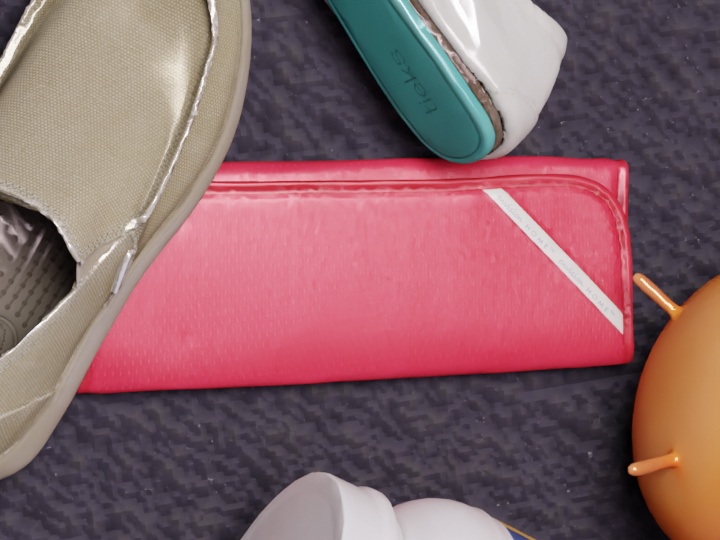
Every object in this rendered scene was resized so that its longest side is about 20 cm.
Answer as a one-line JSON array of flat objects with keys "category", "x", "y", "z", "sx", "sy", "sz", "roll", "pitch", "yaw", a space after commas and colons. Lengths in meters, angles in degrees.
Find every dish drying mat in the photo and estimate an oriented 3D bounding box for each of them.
[{"category": "dish drying mat", "x": 0.000, "y": 0.000, "z": 0.861, "sx": 0.200, "sy": 0.018, "sz": 0.077, "roll": -2, "pitch": 94, "yaw": -18}]

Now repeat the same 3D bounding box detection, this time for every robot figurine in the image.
[{"category": "robot figurine", "x": 0.181, "y": 0.062, "z": 0.872, "sx": 0.200, "sy": 0.117, "sz": 0.144, "roll": 18, "pitch": 99, "yaw": -19}]

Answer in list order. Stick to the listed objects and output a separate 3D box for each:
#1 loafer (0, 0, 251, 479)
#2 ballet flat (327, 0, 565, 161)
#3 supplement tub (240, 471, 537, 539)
[{"category": "loafer", "x": -0.095, "y": -0.026, "z": 0.792, "sx": 0.076, "sy": 0.068, "sz": 0.200, "roll": 22, "pitch": 87, "yaw": 12}, {"category": "ballet flat", "x": 0.001, "y": -0.128, "z": 0.829, "sx": 0.069, "sy": 0.069, "sz": 0.200, "roll": -41, "pitch": 109, "yaw": -12}, {"category": "supplement tub", "x": 0.047, "y": 0.162, "z": 0.818, "sx": 0.200, "sy": 0.144, "sz": 0.144, "roll": 28, "pitch": 84, "yaw": -17}]
